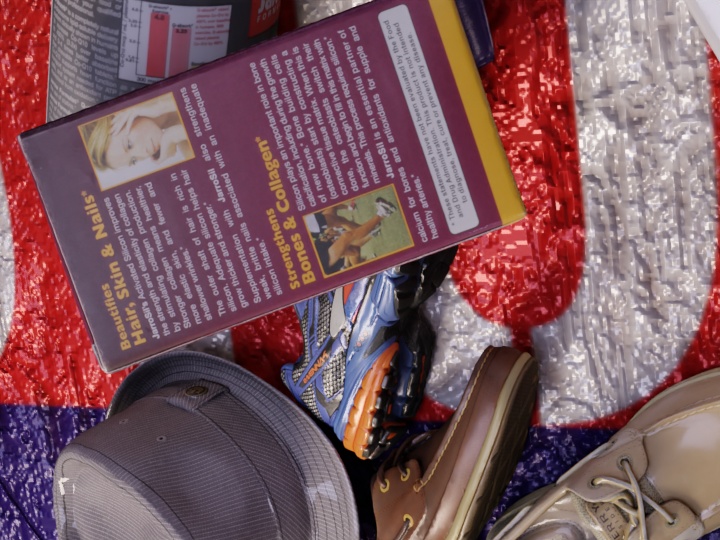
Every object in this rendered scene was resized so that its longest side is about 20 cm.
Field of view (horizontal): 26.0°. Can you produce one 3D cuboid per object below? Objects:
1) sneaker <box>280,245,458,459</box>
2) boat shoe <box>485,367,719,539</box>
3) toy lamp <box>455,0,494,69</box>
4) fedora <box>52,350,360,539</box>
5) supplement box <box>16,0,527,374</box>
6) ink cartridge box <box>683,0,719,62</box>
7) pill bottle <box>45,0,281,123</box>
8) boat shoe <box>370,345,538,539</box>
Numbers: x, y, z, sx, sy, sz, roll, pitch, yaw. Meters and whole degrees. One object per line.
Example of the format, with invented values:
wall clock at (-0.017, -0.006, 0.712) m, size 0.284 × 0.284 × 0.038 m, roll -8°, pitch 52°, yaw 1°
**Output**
sneaker at (0.000, 0.000, 0.810) m, size 0.078 × 0.075 × 0.202 m, roll 23°, pitch 113°, yaw 23°
boat shoe at (0.135, 0.118, 0.780) m, size 0.199 × 0.065 × 0.072 m, roll -37°, pitch 88°, yaw 31°
toy lamp at (0.004, -0.183, 0.758) m, size 0.058 × 0.058 × 0.201 m, roll -29°, pitch 92°, yaw 31°
fedora at (-0.102, 0.141, 0.867) m, size 0.199 × 0.090 × 0.179 m, roll 26°, pitch 117°, yaw 36°
supplement box at (-0.038, -0.045, 0.702) m, size 0.198 × 0.086 × 0.112 m, roll -20°, pitch 98°, yaw 2°
ink cartridge box at (0.221, -0.109, 0.630) m, size 0.128 × 0.125 × 0.201 m, roll -30°, pitch 91°, yaw 31°
pill bottle at (-0.097, -0.127, 0.780) m, size 0.115 × 0.116 × 0.202 m, roll 22°, pitch 122°, yaw 19°
boat shoe at (0.036, 0.122, 0.829) m, size 0.067 × 0.072 × 0.202 m, roll 28°, pitch 119°, yaw 14°
